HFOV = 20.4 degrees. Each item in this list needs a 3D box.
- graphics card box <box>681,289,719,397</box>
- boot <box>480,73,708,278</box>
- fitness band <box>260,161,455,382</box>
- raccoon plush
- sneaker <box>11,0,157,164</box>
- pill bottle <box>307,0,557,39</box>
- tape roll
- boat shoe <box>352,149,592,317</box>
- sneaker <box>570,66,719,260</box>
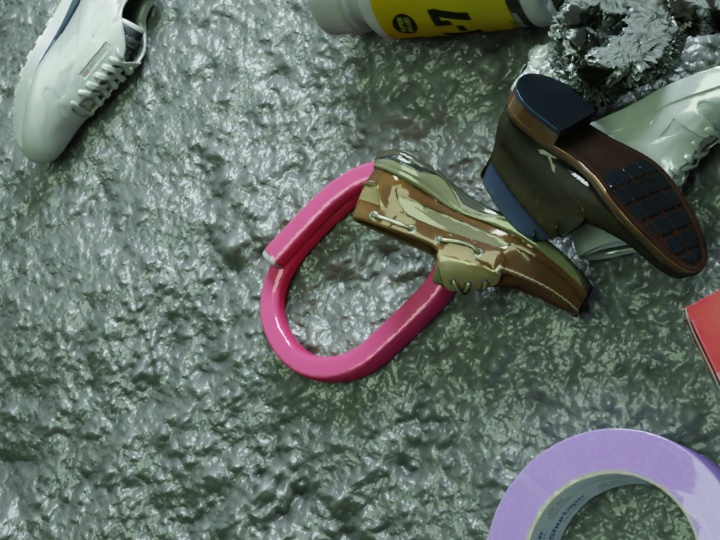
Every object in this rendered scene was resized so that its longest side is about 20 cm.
[{"bbox_3d":[0.296,0.087,1.379,0.051,0.200,0.126,-30,66,18],"label":"graphics card box"},{"bbox_3d":[0.172,-0.048,1.496,0.200,0.075,0.097,50,136,21],"label":"boot"},{"bbox_3d":[0.000,0.000,1.638,0.200,0.037,0.144,-45,64,12],"label":"fitness band"},{"bbox_3d":[0.214,-0.156,1.562,0.200,0.134,0.097,1,63,-7],"label":"raccoon plush"},{"bbox_3d":[-0.243,-0.184,1.784,0.080,0.076,0.200,23,91,19],"label":"sneaker"},{"bbox_3d":[0.062,-0.247,1.620,0.200,0.114,0.115,-2,78,27],"label":"pill bottle"},{"bbox_3d":[0.196,0.220,1.476,0.200,0.066,0.200,-6,75,24],"label":"tape roll"},{"bbox_3d":[0.084,-0.016,1.559,0.200,0.076,0.074,32,84,11],"label":"boat shoe"},{"bbox_3d":[0.241,-0.076,1.522,0.200,0.074,0.116,-26,70,28],"label":"sneaker"}]
